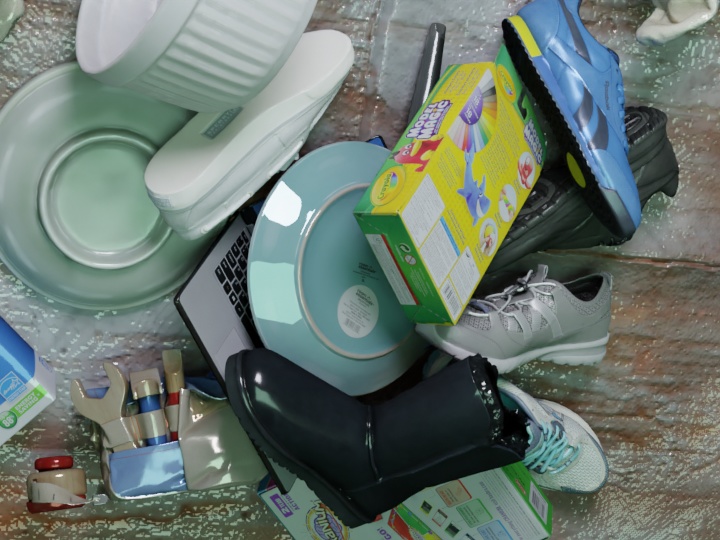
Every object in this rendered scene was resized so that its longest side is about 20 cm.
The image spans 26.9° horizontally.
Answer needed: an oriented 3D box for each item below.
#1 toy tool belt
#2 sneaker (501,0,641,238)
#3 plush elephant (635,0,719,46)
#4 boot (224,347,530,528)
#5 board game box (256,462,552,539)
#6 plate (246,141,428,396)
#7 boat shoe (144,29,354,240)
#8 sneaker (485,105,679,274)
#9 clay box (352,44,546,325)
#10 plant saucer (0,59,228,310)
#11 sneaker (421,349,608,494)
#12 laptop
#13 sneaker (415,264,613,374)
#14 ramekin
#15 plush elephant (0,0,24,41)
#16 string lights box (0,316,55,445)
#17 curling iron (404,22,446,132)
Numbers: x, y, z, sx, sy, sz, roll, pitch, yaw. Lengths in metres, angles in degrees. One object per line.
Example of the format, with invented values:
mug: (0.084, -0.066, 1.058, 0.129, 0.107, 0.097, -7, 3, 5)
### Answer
toy tool belt: (-0.169, 0.117, 1.189, 0.197, 0.125, 0.125, -6, 83, -12)
sneaker: (0.183, -0.126, 1.163, 0.078, 0.066, 0.202, -22, 76, -6)
plush elephant: (0.251, -0.266, 1.142, 0.200, 0.164, 0.155, 43, 137, 8)
boot: (0.017, 0.099, 1.112, 0.167, 0.077, 0.200, -27, 126, 19)
board game box: (0.037, 0.190, 1.246, 0.198, 0.040, 0.154, -26, 113, 23)
plate: (0.000, 0.000, 1.180, 0.198, 0.025, 0.203, -3, 96, -37)
boat shoe: (-0.075, -0.101, 1.136, 0.200, 0.071, 0.069, -49, 143, -24)
sneaker: (0.179, -0.047, 1.230, 0.199, 0.076, 0.091, -32, 119, 1)
clay box: (0.075, -0.070, 1.156, 0.201, 0.047, 0.116, -58, 134, -36)
plant saucer: (-0.192, -0.059, 1.146, 0.197, 0.050, 0.203, -4, 109, -12)
sneaker: (0.137, 0.143, 1.275, 0.199, 0.086, 0.078, 34, 99, -22)
laptop: (-0.024, 0.033, 1.186, 0.115, 0.201, 0.189, -14, 116, 29)
sneaker: (0.127, 0.031, 1.227, 0.198, 0.074, 0.083, -2, 114, -39)
ramekin: (-0.106, -0.206, 1.042, 0.104, 0.200, 0.202, 23, 102, -29)
plush elephant: (-0.284, -0.207, 1.017, 0.154, 0.199, 0.166, -28, 129, -27)
string lights box: (-0.335, 0.050, 1.142, 0.102, 0.059, 0.200, -39, 113, 3)
curling iron: (0.048, -0.093, 1.180, 0.049, 0.025, 0.203, 7, 86, -50)
